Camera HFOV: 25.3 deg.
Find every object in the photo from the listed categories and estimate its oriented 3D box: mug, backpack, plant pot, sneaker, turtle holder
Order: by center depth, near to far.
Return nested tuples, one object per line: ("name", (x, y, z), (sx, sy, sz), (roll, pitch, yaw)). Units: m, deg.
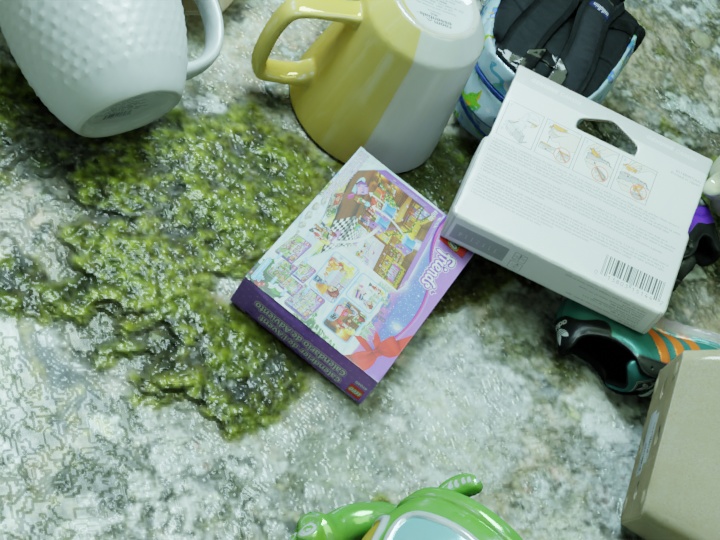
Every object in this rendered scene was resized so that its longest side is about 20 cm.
("turtle holder", (0.043, 0.221, 1.135), (0.132, 0.141, 0.186), (-31, 77, -39))
("plant pot", (0.314, 0.159, 1.272), (0.177, 0.200, 0.200), (16, 80, 4))
("mug", (-0.196, -0.209, 1.311), (0.200, 0.148, 0.176), (-12, 78, -43))
("mug", (0.021, -0.182, 1.405), (0.186, 0.153, 0.150), (-26, 73, -39))
("sneaker", (0.259, 0.085, 1.405), (0.200, 0.071, 0.080), (25, 52, -3))
("sneaker", (0.261, -0.026, 1.482), (0.200, 0.070, 0.100), (-9, 65, -33))
("backpack", (0.170, -0.198, 1.521), (0.163, 0.154, 0.200), (35, 29, -8))

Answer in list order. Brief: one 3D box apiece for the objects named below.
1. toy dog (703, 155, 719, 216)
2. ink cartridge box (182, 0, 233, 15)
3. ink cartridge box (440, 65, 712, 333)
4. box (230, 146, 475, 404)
("toy dog", (0.428, -0.040, 1.544), (0.140, 0.194, 0.200), (-44, 94, -14))
("ink cartridge box", (-0.141, -0.351, 1.410), (0.075, 0.200, 0.165), (5, 42, 29))
("ink cartridge box", (0.192, -0.063, 1.401), (0.200, 0.045, 0.176), (26, 58, -1))
("box", (0.000, 0.000, 1.338), (0.137, 0.039, 0.200), (39, 48, 1))
